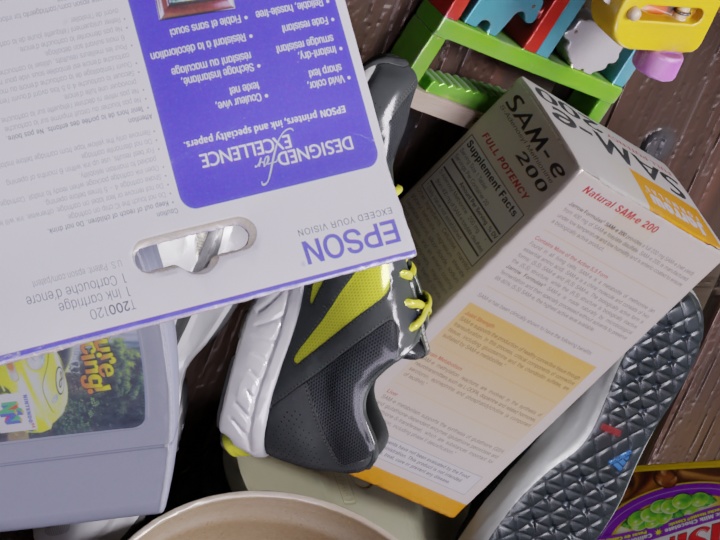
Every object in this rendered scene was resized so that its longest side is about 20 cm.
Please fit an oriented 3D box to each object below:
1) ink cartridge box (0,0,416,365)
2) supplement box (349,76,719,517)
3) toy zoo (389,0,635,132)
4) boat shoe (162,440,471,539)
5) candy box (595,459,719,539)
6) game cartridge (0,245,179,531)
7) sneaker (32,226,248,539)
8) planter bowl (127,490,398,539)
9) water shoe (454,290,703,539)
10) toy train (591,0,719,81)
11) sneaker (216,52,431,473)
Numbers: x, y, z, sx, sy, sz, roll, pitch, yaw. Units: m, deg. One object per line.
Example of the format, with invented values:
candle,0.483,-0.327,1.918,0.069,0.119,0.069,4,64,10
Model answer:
ink cartridge box,-0.094,-0.075,1.213,0.198,0.200,0.043,-14,175,-27
supplement box,0.061,0.016,1.450,0.200,0.074,0.126,-45,138,17
toy zoo,0.106,-0.150,1.400,0.131,0.020,0.200,16,114,-42
boat shoe,-0.016,0.121,1.508,0.063,0.074,0.201,-33,151,32
candy box,0.150,0.147,1.541,0.200,0.102,0.026,-6,142,21
game cartridge,-0.148,0.024,1.284,0.133,0.041,0.200,-9,118,2
sneaker,-0.135,0.038,1.359,0.115,0.076,0.201,15,107,-32
planter bowl,-0.054,0.223,1.400,0.200,0.200,0.135,-12,155,-27
water shoe,0.101,0.082,1.535,0.071,0.079,0.200,33,93,-41
toy train,0.150,-0.173,1.361,0.150,0.056,0.200,-48,140,6
sneaker,0.000,0.000,1.371,0.074,0.085,0.200,-48,157,-77
